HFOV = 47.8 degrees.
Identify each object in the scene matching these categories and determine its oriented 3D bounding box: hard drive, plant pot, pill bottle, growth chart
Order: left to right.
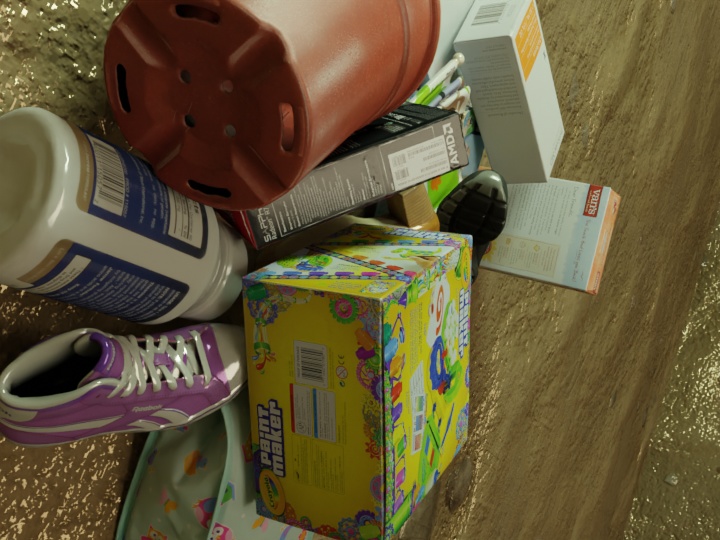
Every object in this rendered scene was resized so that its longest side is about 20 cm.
[{"bbox_3d":[-0.171,-0.025,0.576,0.199,0.110,0.113,28,79,-56],"label":"pill bottle"},{"bbox_3d":[-0.065,-0.154,0.571,0.196,0.198,0.203,-57,145,-48],"label":"plant pot"},{"bbox_3d":[0.084,-0.131,0.876,0.145,0.018,0.201,-51,150,-29],"label":"growth chart"},{"bbox_3d":[0.101,-0.318,0.913,0.201,0.026,0.133,-58,143,-26],"label":"hard drive"}]

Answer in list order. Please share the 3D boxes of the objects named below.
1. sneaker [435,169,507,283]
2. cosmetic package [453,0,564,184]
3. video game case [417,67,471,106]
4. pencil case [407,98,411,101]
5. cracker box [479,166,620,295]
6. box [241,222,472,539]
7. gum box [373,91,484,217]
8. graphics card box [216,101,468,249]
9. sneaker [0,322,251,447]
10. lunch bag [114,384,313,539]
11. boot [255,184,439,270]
[{"bbox_3d":[0.123,-0.059,0.927,0.201,0.074,0.080,107,8,-59],"label":"sneaker"},{"bbox_3d":[0.179,-0.211,0.954,0.102,0.070,0.201,-64,142,-37],"label":"cosmetic package"},{"bbox_3d":[0.071,-0.233,0.944,0.200,0.023,0.184,-45,136,-39],"label":"video game case"},{"bbox_3d":[-0.019,-0.173,0.781,0.199,0.086,0.079,27,54,-58],"label":"pencil case"},{"bbox_3d":[0.233,-0.056,1.090,0.057,0.198,0.136,15,90,-56],"label":"cracker box"},{"bbox_3d":[0.007,0.083,0.682,0.192,0.120,0.203,-29,122,-59],"label":"box"},{"bbox_3d":[0.082,-0.099,0.960,0.169,0.044,0.203,-8,116,-59],"label":"gum box"},{"bbox_3d":[-0.023,-0.087,0.687,0.198,0.125,0.052,-24,113,-16],"label":"graphics card box"},{"bbox_3d":[-0.154,0.073,0.575,0.198,0.114,0.073,-16,72,-28],"label":"sneaker"},{"bbox_3d":[-0.110,0.171,0.734,0.169,0.121,0.203,2,105,-55],"label":"lunch bag"},{"bbox_3d":[0.000,-0.001,0.832,0.199,0.071,0.145,-29,132,-14],"label":"boot"}]
